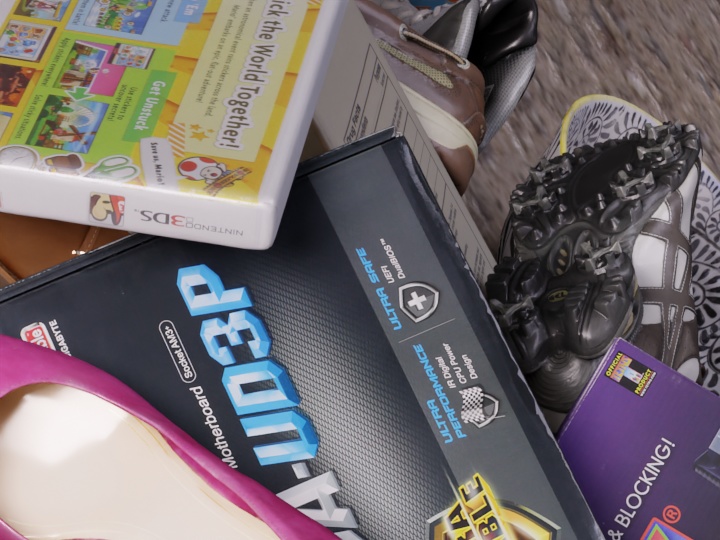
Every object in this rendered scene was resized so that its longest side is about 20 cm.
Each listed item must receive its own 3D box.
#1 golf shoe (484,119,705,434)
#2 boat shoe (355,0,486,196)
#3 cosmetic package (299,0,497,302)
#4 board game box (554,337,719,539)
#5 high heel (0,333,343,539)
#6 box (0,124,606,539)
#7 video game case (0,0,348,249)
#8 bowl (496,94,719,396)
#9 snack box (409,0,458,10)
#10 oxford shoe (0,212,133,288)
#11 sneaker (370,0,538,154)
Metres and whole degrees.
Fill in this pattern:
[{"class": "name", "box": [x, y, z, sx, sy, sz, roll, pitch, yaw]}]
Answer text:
[{"class": "golf shoe", "box": [0.101, 0.012, 1.163, 0.095, 0.077, 0.200, 67, 29, -23]}, {"class": "boat shoe", "box": [-0.038, -0.100, 1.173, 0.202, 0.075, 0.075, 32, 56, -16]}, {"class": "cosmetic package", "box": [0.000, 0.000, 1.111, 0.200, 0.071, 0.105, 61, 21, -23]}, {"class": "board game box", "box": [0.108, 0.150, 0.991, 0.165, 0.057, 0.200, 30, 71, 6]}, {"class": "high heel", "box": [-0.075, 0.070, 0.879, 0.200, 0.067, 0.096, 37, -10, 8]}, {"class": "box", "box": [-0.017, 0.071, 0.960, 0.046, 0.158, 0.201, 95, -29, -70]}, {"class": "video game case", "box": [-0.103, -0.078, 1.005, 0.181, 0.023, 0.200, 9, 32, 4]}, {"class": "bowl", "box": [0.122, 0.029, 1.312, 0.201, 0.094, 0.201, 39, 31, -29]}, {"class": "snack box", "box": [0.041, -0.210, 1.352, 0.037, 0.200, 0.117, -2, 55, -21]}, {"class": "oxford shoe", "box": [-0.083, -0.009, 1.035, 0.200, 0.071, 0.071, 45, 30, -17]}, {"class": "sneaker", "box": [0.030, -0.105, 1.288, 0.075, 0.115, 0.201, 35, 33, -35]}]
